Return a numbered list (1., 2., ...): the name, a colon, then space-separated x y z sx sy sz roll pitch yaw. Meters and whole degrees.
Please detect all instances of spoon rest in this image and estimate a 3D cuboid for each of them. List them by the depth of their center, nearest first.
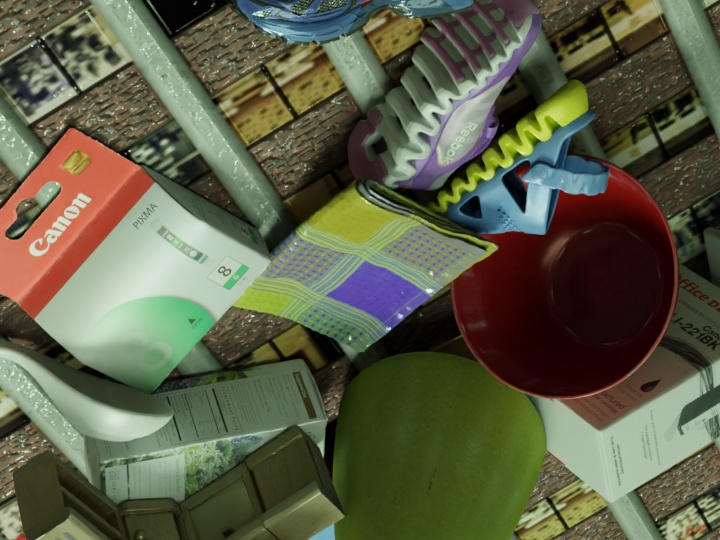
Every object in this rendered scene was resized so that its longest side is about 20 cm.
1. spoon rest: -0.247 0.095 1.522 0.198 0.099 0.061 9 98 -13

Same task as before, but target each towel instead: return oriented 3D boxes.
1. towel: 0.000 0.000 1.533 0.143 0.023 0.200 24 139 -29

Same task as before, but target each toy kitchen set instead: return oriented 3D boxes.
1. toy kitchen set: -0.133 0.210 1.497 0.199 0.164 0.181 -33 134 9

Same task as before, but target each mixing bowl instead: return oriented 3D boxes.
1. mixing bowl: 0.187 0.008 1.579 0.200 0.200 0.108 -46 157 18

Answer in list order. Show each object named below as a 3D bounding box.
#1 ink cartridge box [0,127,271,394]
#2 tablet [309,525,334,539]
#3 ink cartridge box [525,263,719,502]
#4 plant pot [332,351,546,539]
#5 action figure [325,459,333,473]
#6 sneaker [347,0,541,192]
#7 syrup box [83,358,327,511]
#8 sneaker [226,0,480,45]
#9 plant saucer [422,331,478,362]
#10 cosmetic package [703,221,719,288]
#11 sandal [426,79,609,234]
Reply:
1. ink cartridge box: -0.193 -0.003 1.486 0.199 0.050 0.161 29 113 -40
2. tablet: -0.027 0.264 1.713 0.199 0.014 0.131 17 116 -21
3. ink cartridge box: 0.249 0.092 1.647 0.199 0.144 0.084 -27 126 -20
4. plant pot: 0.050 0.204 1.585 0.186 0.201 0.188 8 129 9
5. action figure: -0.062 0.273 1.756 0.099 0.065 0.200 27 114 -27
6. sneaker: 0.078 -0.135 1.475 0.088 0.081 0.200 16 125 -40
7. syrup box: -0.132 0.144 1.610 0.198 0.082 0.079 -10 133 -15
8. sneaker: -0.005 -0.221 1.376 0.199 0.075 0.079 -16 124 -20
9. plant saucer: 0.103 0.118 1.717 0.199 0.036 0.201 -11 130 -13
10. cosmetic package: 0.376 0.052 1.685 0.074 0.102 0.201 -23 115 -21
11. sandal: 0.122 -0.061 1.520 0.200 0.079 0.087 -39 92 28
